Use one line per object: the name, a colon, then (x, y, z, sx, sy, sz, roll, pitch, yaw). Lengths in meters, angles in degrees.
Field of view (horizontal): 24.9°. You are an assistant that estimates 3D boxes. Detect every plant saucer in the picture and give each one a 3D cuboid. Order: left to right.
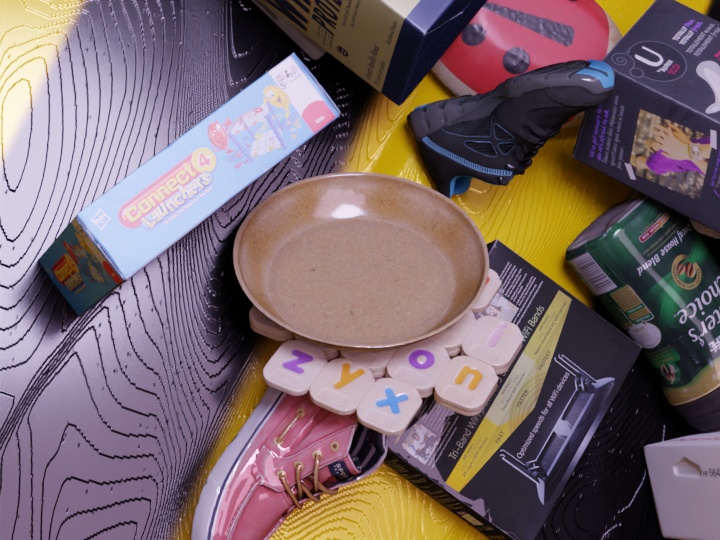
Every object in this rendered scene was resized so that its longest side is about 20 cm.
plant saucer: (0.000, 0.000, 1.273, 0.198, 0.036, 0.201, 2, 42, -2)

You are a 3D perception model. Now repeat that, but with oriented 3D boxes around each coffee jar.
coffee jar: (0.269, 0.032, 1.378, 0.104, 0.085, 0.200, -39, 95, -29)

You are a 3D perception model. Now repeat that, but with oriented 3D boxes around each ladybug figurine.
ladybug figurine: (0.141, -0.194, 1.380, 0.199, 0.072, 0.137, 13, 78, -16)

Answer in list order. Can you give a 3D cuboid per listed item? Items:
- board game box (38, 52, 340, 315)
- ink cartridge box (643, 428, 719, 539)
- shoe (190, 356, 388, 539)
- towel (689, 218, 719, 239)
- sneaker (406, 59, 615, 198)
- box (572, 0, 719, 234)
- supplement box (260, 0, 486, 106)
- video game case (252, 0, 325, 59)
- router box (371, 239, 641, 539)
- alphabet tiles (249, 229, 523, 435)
board game box: (-0.131, -0.059, 1.200, 0.200, 0.196, 0.056, -39, 95, -20)
ink cartridge box: (0.359, 0.165, 1.358, 0.199, 0.146, 0.085, -11, 87, -19)
shoe: (-0.047, 0.150, 1.241, 0.201, 0.091, 0.072, -60, 142, -20)
towel: (0.354, -0.066, 1.411, 0.199, 0.035, 0.133, 13, 44, -24)
sneaker: (0.128, -0.114, 1.307, 0.073, 0.199, 0.083, -19, 93, -43)
box: (0.292, -0.114, 1.318, 0.199, 0.106, 0.122, 30, 49, 17)
supplement box: (0.019, -0.281, 1.271, 0.199, 0.134, 0.200, 38, 72, 5)
video game case: (-0.040, -0.308, 1.362, 0.182, 0.024, 0.200, 43, 71, -8)
router box: (0.115, 0.102, 1.334, 0.157, 0.052, 0.201, 37, 72, -10)
alphabet tiles: (0.019, 0.046, 1.263, 0.199, 0.015, 0.196, 20, 46, 18)
